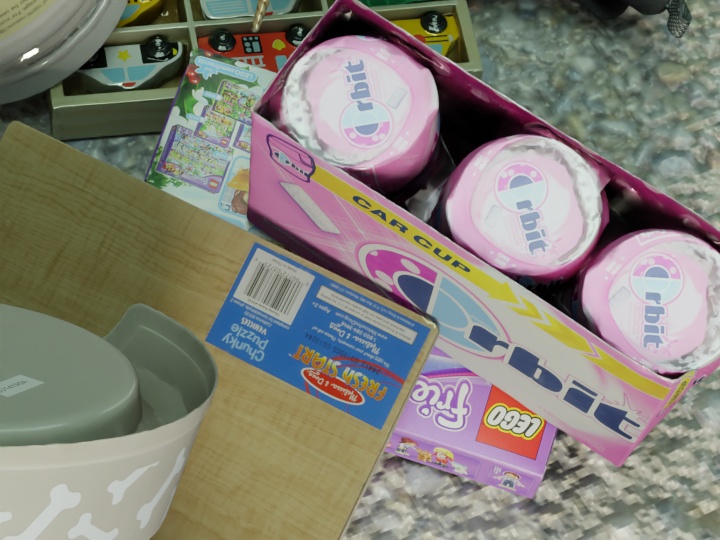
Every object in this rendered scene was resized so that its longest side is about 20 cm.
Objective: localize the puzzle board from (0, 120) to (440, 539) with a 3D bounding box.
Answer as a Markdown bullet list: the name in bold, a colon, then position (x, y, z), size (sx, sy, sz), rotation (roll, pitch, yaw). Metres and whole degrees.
- **puzzle board**: position (-0.087, 0.048, 0.924), size (0.199, 0.017, 0.151), rotation (25, 85, 10)

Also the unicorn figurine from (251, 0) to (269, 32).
- **unicorn figurine**: position (-0.065, -0.225, 1.050), size (0.074, 0.138, 0.200), rotation (-23, 42, -12)

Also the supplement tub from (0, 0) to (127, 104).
- **supplement tub**: position (-0.186, -0.172, 0.955), size (0.144, 0.200, 0.146), rotation (-8, 61, 14)

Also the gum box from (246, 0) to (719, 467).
- **gum box**: position (0.054, -0.010, 0.898), size (0.200, 0.114, 0.066), rotation (33, 72, 7)

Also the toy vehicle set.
- **toy vehicle set**: position (-0.052, -0.127, 1.066), size (0.199, 0.027, 0.125), rotation (-6, 59, -12)

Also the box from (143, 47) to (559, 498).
- **box**: position (0.000, 0.000, 0.973), size (0.199, 0.039, 0.137), rotation (18, 70, 3)

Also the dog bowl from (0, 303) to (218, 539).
- **dog bowl**: position (-0.153, 0.052, 0.831), size (0.199, 0.059, 0.200), rotation (7, 17, -2)

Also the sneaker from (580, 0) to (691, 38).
- **sneaker**: position (0.097, -0.157, 1.061), size (0.200, 0.078, 0.140), rotation (-29, 74, -41)
